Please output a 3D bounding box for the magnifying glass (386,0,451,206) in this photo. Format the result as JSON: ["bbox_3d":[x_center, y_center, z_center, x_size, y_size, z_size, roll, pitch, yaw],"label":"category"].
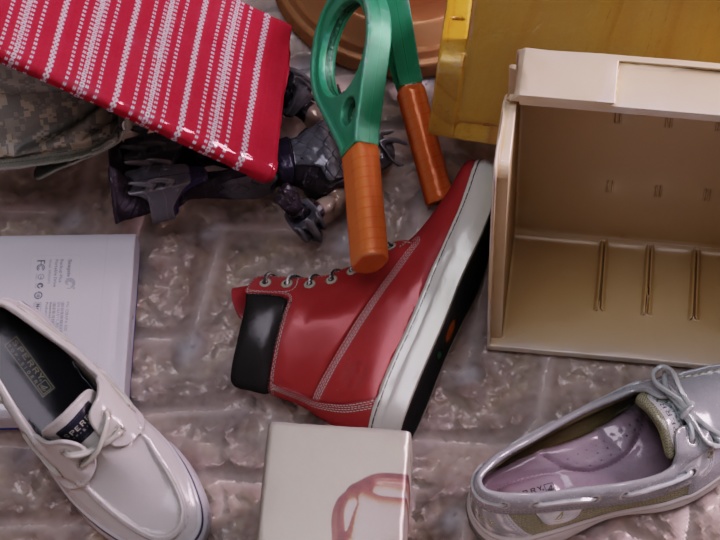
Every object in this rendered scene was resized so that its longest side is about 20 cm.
[{"bbox_3d":[0.028,-0.142,1.262,0.022,0.080,0.202,-12,86,-8],"label":"magnifying glass"}]

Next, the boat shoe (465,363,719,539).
[{"bbox_3d":[0.157,0.106,1.140,0.201,0.065,0.075,-19,61,-8],"label":"boat shoe"}]

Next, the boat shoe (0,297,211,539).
[{"bbox_3d":[-0.166,0.093,1.144,0.072,0.066,0.200,-37,80,-5],"label":"boat shoe"}]

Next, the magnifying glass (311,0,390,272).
[{"bbox_3d":[-0.003,-0.092,1.194,0.022,0.080,0.201,9,58,-28],"label":"magnifying glass"}]

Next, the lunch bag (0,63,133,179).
[{"bbox_3d":[-0.219,-0.146,1.254,0.198,0.118,0.165,6,39,8],"label":"lunch bag"}]

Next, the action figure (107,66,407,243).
[{"bbox_3d":[-0.066,-0.070,1.252,0.198,0.070,0.131,-6,49,-6],"label":"action figure"}]

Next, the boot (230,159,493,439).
[{"bbox_3d":[0.000,0.000,1.204,0.143,0.073,0.201,21,70,16],"label":"boot"}]

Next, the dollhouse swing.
[{"bbox_3d":[0.153,-0.168,1.188,0.198,0.177,0.182,8,28,2],"label":"dollhouse swing"}]

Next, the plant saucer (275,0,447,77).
[{"bbox_3d":[0.033,-0.228,1.353,0.198,0.038,0.201,-1,60,2],"label":"plant saucer"}]

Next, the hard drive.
[{"bbox_3d":[-0.245,0.039,1.223,0.198,0.025,0.133,-1,61,2],"label":"hard drive"}]

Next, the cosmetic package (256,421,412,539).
[{"bbox_3d":[-0.018,0.199,1.077,0.086,0.104,0.201,3,62,3],"label":"cosmetic package"}]

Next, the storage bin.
[{"bbox_3d":[0.181,-0.034,1.143,0.198,0.199,0.094,6,57,7],"label":"storage bin"}]

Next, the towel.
[{"bbox_3d":[-0.134,-0.141,1.191,0.199,0.023,0.145,24,43,-19],"label":"towel"}]
